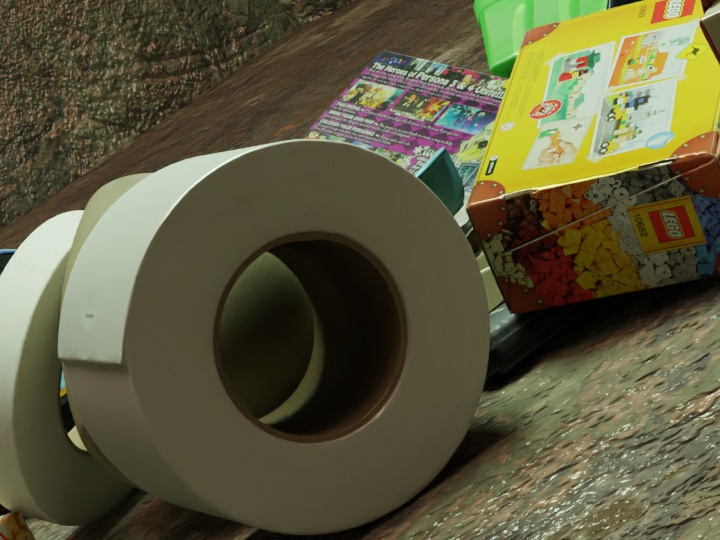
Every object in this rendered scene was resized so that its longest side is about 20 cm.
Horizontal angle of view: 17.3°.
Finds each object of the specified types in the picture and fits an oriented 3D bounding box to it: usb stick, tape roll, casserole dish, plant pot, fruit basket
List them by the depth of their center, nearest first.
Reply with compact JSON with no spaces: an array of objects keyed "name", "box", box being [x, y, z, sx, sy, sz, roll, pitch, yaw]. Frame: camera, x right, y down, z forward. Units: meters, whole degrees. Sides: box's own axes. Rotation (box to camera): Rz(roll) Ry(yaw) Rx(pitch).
[{"name":"tape roll","box":[-0.048,0.034,1.261,0.202,0.204,0.139,-33,10,-18]},{"name":"usb stick","box":[0.134,0.002,1.386,0.200,0.033,0.055,-35,12,-26]},{"name":"plant pot","box":[-0.099,0.057,1.404,0.200,0.200,0.135,-18,40,48]},{"name":"tape roll","box":[-0.179,0.063,1.519,0.037,0.204,0.203,10,29,26]},{"name":"casserole dish","box":[0.000,0.000,1.521,0.200,0.039,0.121,-44,1,32]},{"name":"fruit basket","box":[0.211,-0.209,1.930,0.215,0.156,0.216,-30,27,17]}]

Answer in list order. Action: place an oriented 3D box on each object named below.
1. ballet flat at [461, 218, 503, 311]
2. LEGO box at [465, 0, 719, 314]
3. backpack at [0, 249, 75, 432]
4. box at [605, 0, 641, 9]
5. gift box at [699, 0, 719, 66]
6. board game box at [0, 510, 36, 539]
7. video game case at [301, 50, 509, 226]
[{"name":"ballet flat","box":[0.096,-0.015,1.497,0.200,0.068,0.068,-47,26,-20]},{"name":"LEGO box","box":[0.158,-0.075,1.363,0.148,0.077,0.200,-11,32,24]},{"name":"backpack","box":[-0.275,0.080,1.761,0.134,0.183,0.200,-43,-13,33]},{"name":"box","box":[0.295,-0.245,1.664,0.199,0.124,0.198,9,25,19]},{"name":"gift box","box":[0.265,-0.112,1.135,0.186,0.201,0.184,-26,6,25]},{"name":"board game box","box":[-0.308,0.231,1.467,0.151,0.047,0.200,-20,14,44]},{"name":"video game case","box":[0.041,-0.069,1.651,0.199,0.036,0.181,17,55,39]}]
